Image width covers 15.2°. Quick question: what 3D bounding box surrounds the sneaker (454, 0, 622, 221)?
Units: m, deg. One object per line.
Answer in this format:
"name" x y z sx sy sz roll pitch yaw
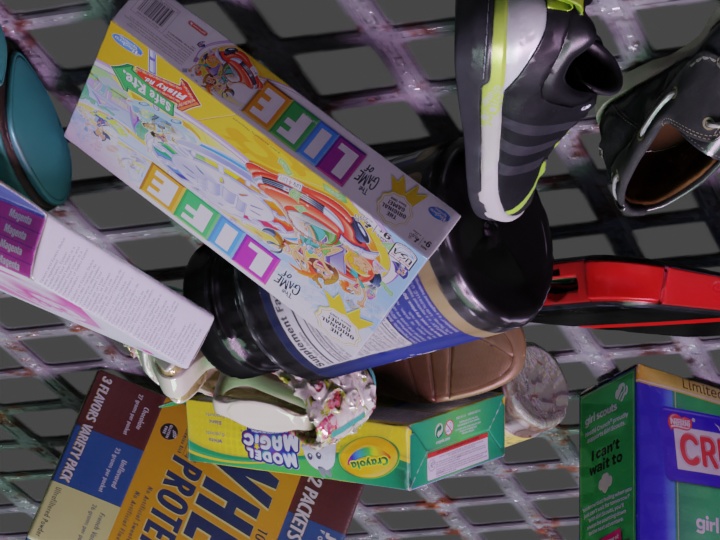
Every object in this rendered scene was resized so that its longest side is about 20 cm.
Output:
"sneaker" 0.094 -0.084 1.391 0.083 0.072 0.200 -1 155 6

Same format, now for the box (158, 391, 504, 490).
"box" -0.021 0.099 1.730 0.200 0.048 0.117 7 -168 35

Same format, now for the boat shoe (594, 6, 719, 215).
"boat shoe" 0.193 -0.089 1.378 0.072 0.068 0.200 18 150 -26

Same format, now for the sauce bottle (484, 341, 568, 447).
"sauce bottle" 0.050 0.101 1.805 0.065 0.065 0.200 23 150 -37

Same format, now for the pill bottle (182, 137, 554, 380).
"pill bottle" 0.000 0.000 1.534 0.200 0.112 0.112 -16 149 36

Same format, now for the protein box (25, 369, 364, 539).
"protein box" -0.129 0.198 1.888 0.200 0.135 0.199 23 153 -3

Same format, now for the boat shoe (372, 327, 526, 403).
"boat shoe" 0.012 0.046 1.703 0.200 0.072 0.072 -6 -174 17

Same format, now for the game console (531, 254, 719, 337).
"game console" 0.174 0.017 1.583 0.177 0.031 0.200 5 175 -25

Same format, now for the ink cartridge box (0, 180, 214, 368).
"ink cartridge box" -0.210 -0.021 1.493 0.196 0.043 0.200 21 172 40

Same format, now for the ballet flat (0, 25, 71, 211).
"ballet flat" -0.208 -0.097 1.402 0.070 0.067 0.200 -3 149 11

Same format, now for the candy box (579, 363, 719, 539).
"candy box" 0.230 0.181 1.798 0.169 0.200 0.077 16 151 -29

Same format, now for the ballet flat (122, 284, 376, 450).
"ballet flat" -0.083 0.058 1.649 0.200 0.064 0.076 16 137 29

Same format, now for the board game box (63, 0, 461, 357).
"board game box" -0.055 -0.050 1.406 0.200 0.034 0.134 37 151 2
